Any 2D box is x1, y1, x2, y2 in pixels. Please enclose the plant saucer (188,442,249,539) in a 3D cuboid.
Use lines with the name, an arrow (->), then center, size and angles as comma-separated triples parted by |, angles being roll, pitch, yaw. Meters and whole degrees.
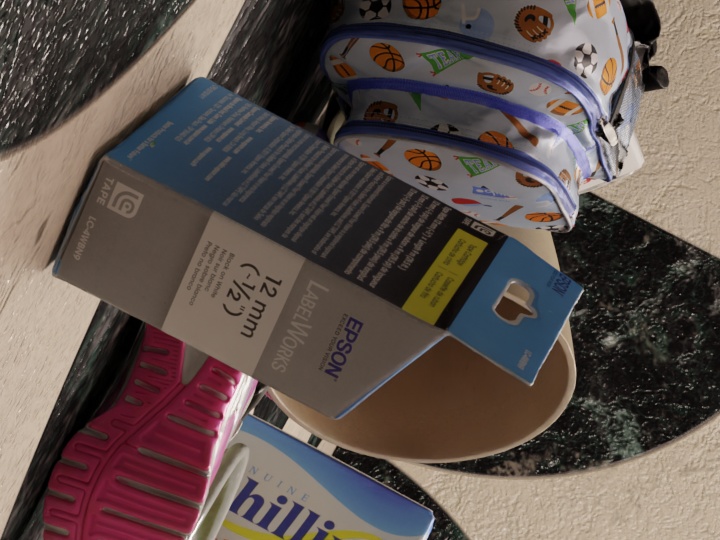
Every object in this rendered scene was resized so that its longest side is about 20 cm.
plant saucer -> -0.141, 0.199, 1.892 | 0.201, 0.050, 0.200 | -62, 176, -7

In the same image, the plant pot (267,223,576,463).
plant pot -> 0.040, -0.018, 1.692 | 0.188, 0.187, 0.200 | 112, -14, -51

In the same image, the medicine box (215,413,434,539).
medicine box -> -0.068, 0.229, 2.063 | 0.200, 0.182, 0.103 | -62, 176, -7

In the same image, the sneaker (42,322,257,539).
sneaker -> -0.099, 0.081, 1.466 | 0.200, 0.081, 0.088 | -62, 174, -3

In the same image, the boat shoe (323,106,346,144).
boat shoe -> -0.024, -0.048, 1.813 | 0.067, 0.072, 0.200 | -19, -148, 34

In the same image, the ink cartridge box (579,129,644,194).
ink cartridge box -> 0.099, -0.111, 1.874 | 0.146, 0.083, 0.200 | -21, 159, 6

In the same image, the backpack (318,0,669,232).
backpack -> 0.061, -0.113, 1.537 | 0.191, 0.199, 0.155 | 69, 29, -64

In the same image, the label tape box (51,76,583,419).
label tape box -> -0.014, 0.002, 1.193 | 0.066, 0.200, 0.143 | -62, 176, 22

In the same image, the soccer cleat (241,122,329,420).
soccer cleat -> -0.063, 0.008, 1.579 | 0.073, 0.068, 0.200 | -63, 176, -65

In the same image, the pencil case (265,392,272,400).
pencil case -> -0.009, 0.021, 2.170 | 0.200, 0.087, 0.087 | -60, 175, -18
